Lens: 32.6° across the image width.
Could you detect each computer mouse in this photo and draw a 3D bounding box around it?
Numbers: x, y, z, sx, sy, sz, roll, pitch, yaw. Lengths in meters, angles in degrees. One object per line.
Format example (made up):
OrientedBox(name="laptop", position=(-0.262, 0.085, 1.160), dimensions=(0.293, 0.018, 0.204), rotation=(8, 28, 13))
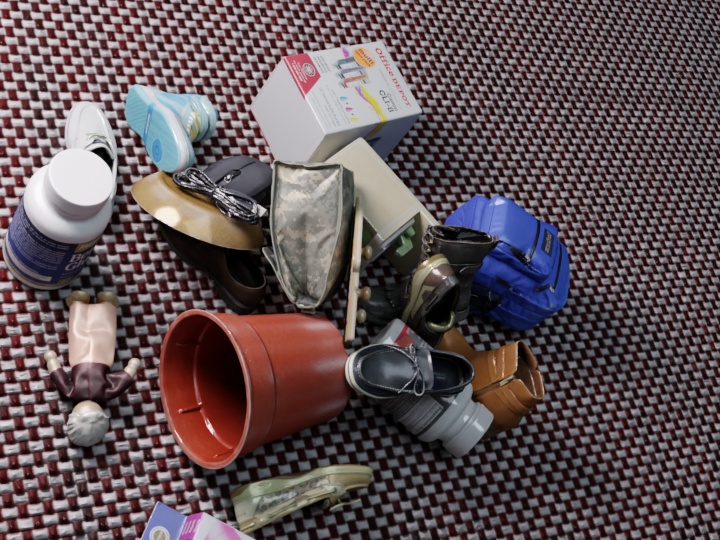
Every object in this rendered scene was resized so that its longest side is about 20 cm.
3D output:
OrientedBox(name="computer mouse", position=(-0.164, -0.125, 1.734), dimensions=(0.138, 0.053, 0.200), rotation=(28, 17, 11))

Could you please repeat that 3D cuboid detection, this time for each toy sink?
OrientedBox(name="toy sink", position=(0.006, -0.070, 1.842), dimensions=(0.200, 0.130, 0.112), rotation=(49, 50, 3))

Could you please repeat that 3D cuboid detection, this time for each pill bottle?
OrientedBox(name="pill bottle", position=(0.090, 0.172, 1.758), dimensions=(0.200, 0.111, 0.111), rotation=(41, 50, -3))
OrientedBox(name="pill bottle", position=(-0.381, -0.067, 1.567), dimensions=(0.110, 0.200, 0.112), rotation=(14, 56, -22))

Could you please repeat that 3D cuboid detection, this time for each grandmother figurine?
OrientedBox(name="grandmother figurine", position=(-0.342, 0.127, 1.572), dimensions=(0.120, 0.061, 0.202), rotation=(-1, 63, 0))

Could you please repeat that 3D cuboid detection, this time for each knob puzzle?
OrientedBox(name="knob puzzle", position=(0.000, 0.000, 1.682), dimensions=(0.030, 0.220, 0.222), rotation=(4, 57, -2))

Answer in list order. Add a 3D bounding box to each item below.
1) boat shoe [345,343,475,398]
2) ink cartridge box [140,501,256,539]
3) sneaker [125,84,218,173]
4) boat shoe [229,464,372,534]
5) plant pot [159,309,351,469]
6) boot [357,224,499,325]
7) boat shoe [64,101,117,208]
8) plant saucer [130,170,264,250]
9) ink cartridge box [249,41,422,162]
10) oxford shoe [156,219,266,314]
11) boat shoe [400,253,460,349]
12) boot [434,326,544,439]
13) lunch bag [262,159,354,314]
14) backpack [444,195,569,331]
OrientedBox(name="boat shoe", position=(0.069, 0.133, 1.645), dimensions=(0.198, 0.062, 0.075), rotation=(8, 72, -33))
OrientedBox(name="ink cartridge box", position=(-0.192, 0.404, 1.501), dimensions=(0.199, 0.043, 0.198), rotation=(30, 52, -13))
OrientedBox(name="sneaker", position=(-0.248, -0.204, 1.771), dimensions=(0.129, 0.080, 0.200), rotation=(1, 35, -34))
OrientedBox(name="boat shoe", position=(-0.073, 0.299, 1.620), dimensions=(0.198, 0.073, 0.063), rotation=(-8, 72, -22))
OrientedBox(name="plant pot", position=(-0.128, 0.141, 1.610), dimensions=(0.194, 0.201, 0.202), rotation=(-7, 66, -41))
OrientedBox(name="boot", position=(0.092, -0.002, 1.801), dimensions=(0.198, 0.175, 0.070), rotation=(-1, 47, -9))
OrientedBox(name="boat shoe", position=(-0.366, -0.160, 1.718), dimensions=(0.073, 0.067, 0.202), rotation=(0, 63, -30))
OrientedBox(name="plant saucer", position=(-0.219, -0.093, 1.712), dimensions=(0.198, 0.036, 0.200), rotation=(23, 17, -7))
OrientedBox(name="ink cartridge box", position=(-0.037, -0.248, 1.912), dimensions=(0.199, 0.145, 0.146), rotation=(-17, 72, -37))
OrientedBox(name="oxford shoe", position=(-0.203, -0.035, 1.729), dimensions=(0.200, 0.084, 0.073), rotation=(42, 53, 1))
OrientedBox(name="boat shoe", position=(0.103, 0.063, 1.761), dimensions=(0.073, 0.201, 0.065), rotation=(-24, 56, -19))
OrientedBox(name="boot", position=(0.188, 0.136, 1.808), dimensions=(0.073, 0.155, 0.201), rotation=(-19, 73, -36))
OrientedBox(name="lunch bag", position=(-0.070, -0.045, 1.693), dimensions=(0.116, 0.164, 0.202), rotation=(3, 92, 5))
OrientedBox(name="backpack", position=(0.235, -0.005, 1.915), dimensions=(0.199, 0.168, 0.164), rotation=(32, 55, -19))
